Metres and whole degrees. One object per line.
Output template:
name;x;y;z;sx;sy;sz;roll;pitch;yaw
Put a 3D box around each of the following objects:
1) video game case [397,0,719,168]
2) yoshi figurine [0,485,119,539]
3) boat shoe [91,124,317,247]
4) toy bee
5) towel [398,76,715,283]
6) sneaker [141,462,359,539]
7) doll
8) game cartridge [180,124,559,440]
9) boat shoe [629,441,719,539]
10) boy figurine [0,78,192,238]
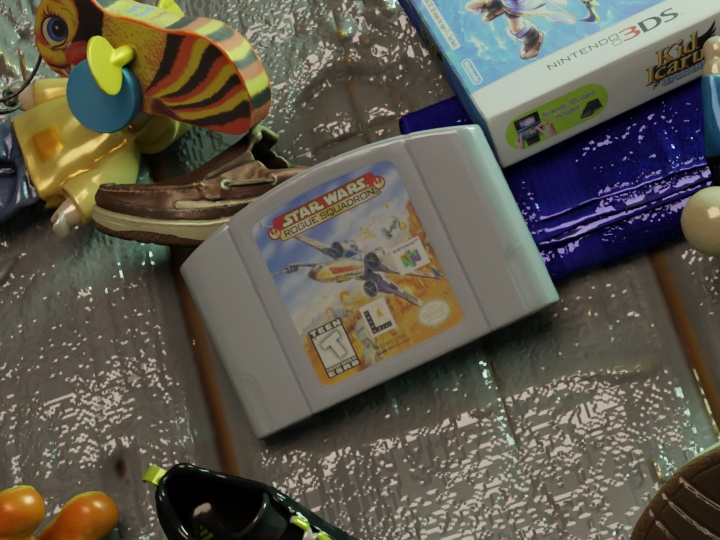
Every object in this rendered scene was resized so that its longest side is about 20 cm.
video game case;0.128;-0.171;1.484;0.181;0.046;0.200;-25;43;-3
yoshi figurine;-0.141;0.208;1.342;0.112;0.112;0.201;-22;61;-5
boat shoe;-0.065;-0.053;1.475;0.201;0.075;0.075;3;97;8
toy bee;-0.155;-0.139;1.452;0.199;0.109;0.131;-3;20;-2
towel;0.128;-0.070;1.455;0.199;0.050;0.148;-20;59;4
sneaker;-0.043;0.166;1.349;0.199;0.083;0.072;22;70;25
doll;0.243;-0.084;1.393;0.048;0.137;0.200;-6;39;55
game cartridge;0.000;0.000;1.412;0.199;0.042;0.134;-26;92;11
boat shoe;0.233;0.107;1.317;0.200;0.076;0.072;-39;86;14
boy figurine;-0.188;-0.077;1.540;0.199;0.064;0.125;-20;55;7
